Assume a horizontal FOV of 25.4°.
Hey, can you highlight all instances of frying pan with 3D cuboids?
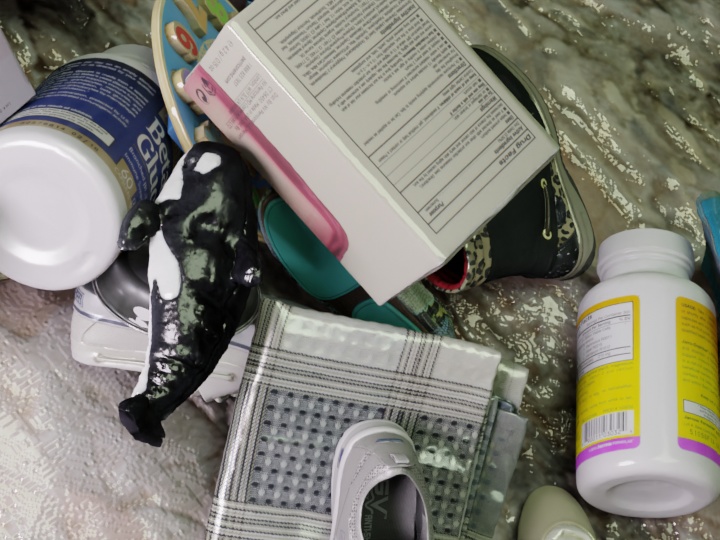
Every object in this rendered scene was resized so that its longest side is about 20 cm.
[{"bbox_3d":[-0.100,-0.008,1.097,0.115,0.031,0.190,31,38,20],"label":"frying pan"}]

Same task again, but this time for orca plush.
[{"bbox_3d":[-0.097,0.006,0.982,0.105,0.071,0.200,46,52,-31],"label":"orca plush"}]

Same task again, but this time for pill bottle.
[{"bbox_3d":[-0.181,-0.080,1.075,0.111,0.111,0.200,30,31,-4],"label":"pill bottle"},{"bbox_3d":[0.212,0.073,1.180,0.104,0.104,0.200,13,61,-14],"label":"pill bottle"}]

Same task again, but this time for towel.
[{"bbox_3d":[0.008,0.131,1.067,0.200,0.035,0.193,14,90,-15],"label":"towel"},{"bbox_3d":[0.281,0.056,1.202,0.022,0.147,0.200,-10,66,10],"label":"towel"}]

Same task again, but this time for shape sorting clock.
[{"bbox_3d":[-0.087,-0.115,1.137,0.039,0.200,0.200,-18,66,17],"label":"shape sorting clock"}]

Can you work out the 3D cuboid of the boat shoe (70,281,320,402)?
[{"bbox_3d":[-0.101,0.054,1.099,0.199,0.070,0.071,9,20,-14],"label":"boat shoe"}]

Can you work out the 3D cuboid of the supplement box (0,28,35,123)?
[{"bbox_3d":[-0.311,-0.148,1.030,0.061,0.200,0.109,-48,132,-33],"label":"supplement box"}]

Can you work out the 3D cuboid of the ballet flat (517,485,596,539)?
[{"bbox_3d":[0.145,0.236,1.097,0.069,0.069,0.200,11,61,-15],"label":"ballet flat"}]

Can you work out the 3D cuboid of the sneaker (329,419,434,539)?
[{"bbox_3d":[0.011,0.200,1.021,0.075,0.082,0.201,-5,98,-11],"label":"sneaker"}]

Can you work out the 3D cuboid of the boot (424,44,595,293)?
[{"bbox_3d":[0.083,-0.078,1.203,0.154,0.073,0.204,-12,72,-46],"label":"boot"}]

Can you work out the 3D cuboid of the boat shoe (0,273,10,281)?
[{"bbox_3d":[-0.271,-0.092,1.099,0.072,0.076,0.200,-14,70,-26],"label":"boat shoe"}]

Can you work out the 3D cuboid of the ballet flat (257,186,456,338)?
[{"bbox_3d":[0.000,0.000,1.132,0.200,0.074,0.074,51,53,-27],"label":"ballet flat"}]

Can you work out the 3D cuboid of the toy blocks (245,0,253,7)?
[{"bbox_3d":[-0.049,-0.247,1.231,0.200,0.100,0.137,18,48,-11],"label":"toy blocks"}]

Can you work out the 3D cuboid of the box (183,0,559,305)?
[{"bbox_3d":[0.005,-0.099,1.034,0.200,0.109,0.128,49,63,-3],"label":"box"}]
